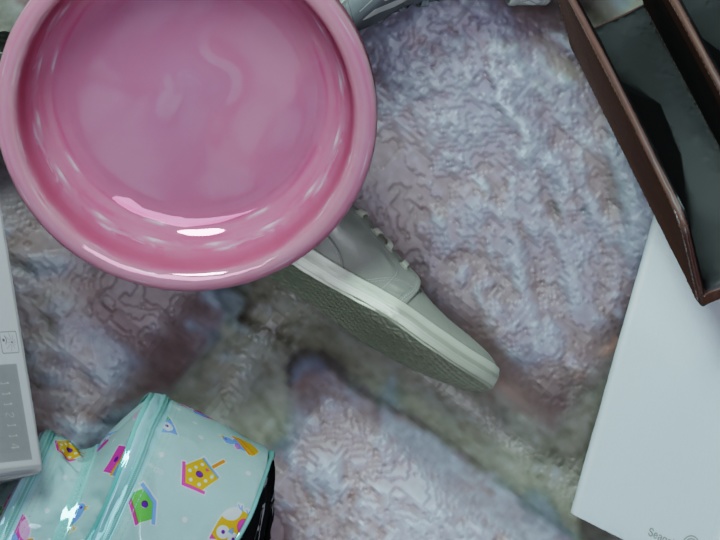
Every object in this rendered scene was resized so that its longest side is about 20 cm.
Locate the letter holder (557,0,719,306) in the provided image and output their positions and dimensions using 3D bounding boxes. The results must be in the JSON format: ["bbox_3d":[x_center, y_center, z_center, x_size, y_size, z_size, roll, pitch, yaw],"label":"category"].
[{"bbox_3d":[0.176,-0.111,1.306,0.100,0.142,0.200,-23,53,2],"label":"letter holder"}]

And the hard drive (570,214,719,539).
[{"bbox_3d":[0.188,0.060,1.381,0.027,0.132,0.200,11,96,-34],"label":"hard drive"}]

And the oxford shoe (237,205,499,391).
[{"bbox_3d":[0.000,0.000,1.403,0.200,0.075,0.058,35,70,-4],"label":"oxford shoe"}]

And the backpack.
[{"bbox_3d":[-0.134,0.162,1.361,0.153,0.176,0.200,33,84,-2],"label":"backpack"}]

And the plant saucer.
[{"bbox_3d":[-0.091,-0.089,1.318,0.200,0.051,0.201,0,112,1],"label":"plant saucer"}]

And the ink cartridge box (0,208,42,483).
[{"bbox_3d":[-0.257,0.026,1.338,0.176,0.045,0.200,-15,81,41],"label":"ink cartridge box"}]

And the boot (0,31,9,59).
[{"bbox_3d":[-0.233,-0.071,1.396,0.200,0.077,0.138,22,100,9],"label":"boot"}]

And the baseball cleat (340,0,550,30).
[{"bbox_3d":[0.048,-0.165,1.385,0.200,0.070,0.106,-36,120,18],"label":"baseball cleat"}]
